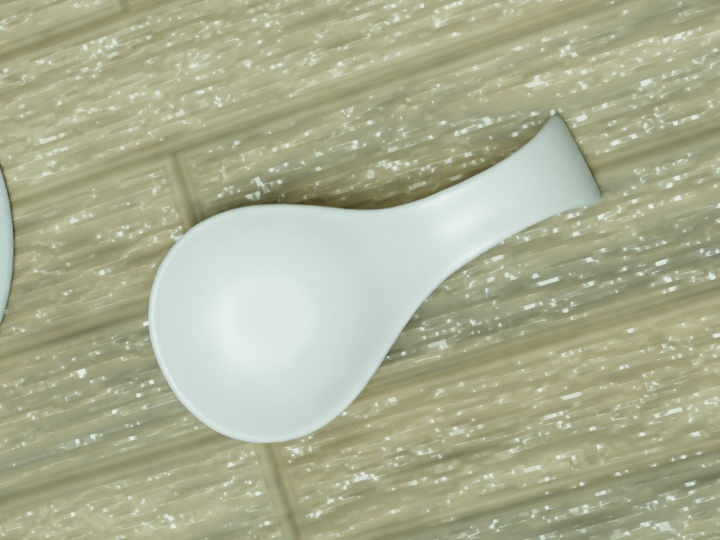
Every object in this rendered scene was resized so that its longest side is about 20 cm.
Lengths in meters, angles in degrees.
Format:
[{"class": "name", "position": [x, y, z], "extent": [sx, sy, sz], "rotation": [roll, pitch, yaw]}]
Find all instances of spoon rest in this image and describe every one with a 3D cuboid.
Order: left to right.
[{"class": "spoon rest", "position": [0.000, 0.000, 0.794], "extent": [0.199, 0.061, 0.100], "rotation": [-29, 90, 15]}]

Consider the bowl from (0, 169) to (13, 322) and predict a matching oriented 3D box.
[{"class": "bowl", "position": [-0.261, -0.010, 0.841], "extent": [0.200, 0.090, 0.202], "rotation": [2, 99, 14]}]
